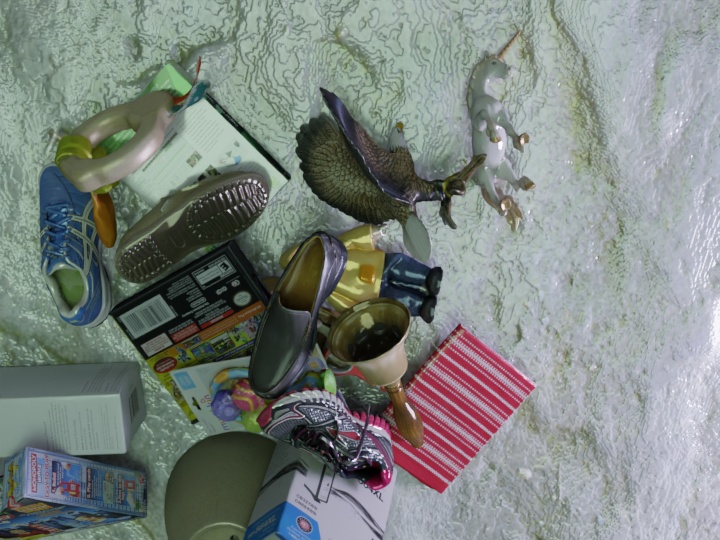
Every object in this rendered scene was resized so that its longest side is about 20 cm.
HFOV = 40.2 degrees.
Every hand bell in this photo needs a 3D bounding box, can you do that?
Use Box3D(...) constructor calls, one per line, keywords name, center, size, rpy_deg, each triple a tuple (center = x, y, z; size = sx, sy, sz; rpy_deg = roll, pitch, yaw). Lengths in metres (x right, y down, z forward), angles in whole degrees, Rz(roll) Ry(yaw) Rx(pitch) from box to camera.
Box3D(name="hand bell", center=(0.042, 0.142, 1.179), size=(0.103, 0.105, 0.202), rpy_deg=(-20, 125, 5))

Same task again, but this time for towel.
Box3D(name="towel", center=(0.111, 0.179, 1.252), size=(0.144, 0.023, 0.201), rpy_deg=(36, 102, -21))

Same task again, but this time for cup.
Box3D(name="cup", center=(-0.162, 0.328, 1.242), size=(0.196, 0.143, 0.204), rpy_deg=(0, 106, 0))

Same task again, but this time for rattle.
Box3D(name="rattle", center=(-0.234, -0.131, 1.125), size=(0.199, 0.130, 0.144), rpy_deg=(-36, 115, -17))

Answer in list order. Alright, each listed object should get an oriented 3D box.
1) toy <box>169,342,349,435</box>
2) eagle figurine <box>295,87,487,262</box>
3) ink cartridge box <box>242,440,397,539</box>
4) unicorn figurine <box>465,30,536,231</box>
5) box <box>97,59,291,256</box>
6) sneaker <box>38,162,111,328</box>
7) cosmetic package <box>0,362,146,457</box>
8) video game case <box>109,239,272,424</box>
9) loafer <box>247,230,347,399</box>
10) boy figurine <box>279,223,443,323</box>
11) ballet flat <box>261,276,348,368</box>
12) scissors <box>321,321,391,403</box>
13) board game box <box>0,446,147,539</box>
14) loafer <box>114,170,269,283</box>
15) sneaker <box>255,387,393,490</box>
Box3D(name="toy", center=(-0.124, 0.157, 1.184), size=(0.197, 0.048, 0.116), rpy_deg=(-14, 124, 16))
Box3D(name="eagle figurine", center=(0.022, -0.117, 1.137), size=(0.197, 0.152, 0.154), rpy_deg=(14, 119, -15))
Box3D(name="ink cartridge box", center=(-0.046, 0.291, 1.191), size=(0.145, 0.201, 0.084), rpy_deg=(39, 125, -16))
Box3D(name="unicorn figurine", center=(0.155, -0.158, 1.133), size=(0.072, 0.138, 0.203), rpy_deg=(0, 120, -16))
Box3D(name="box", center=(-0.201, -0.128, 1.177), size=(0.144, 0.036, 0.200), rpy_deg=(-44, 102, 11))
Box3D(name="sneaker", center=(-0.343, -0.031, 1.172), size=(0.074, 0.077, 0.204), rpy_deg=(-14, 90, 5))
Box3D(name="cosmetic package", center=(-0.377, 0.171, 1.218), size=(0.196, 0.113, 0.083), rpy_deg=(-3, 105, 2))
Box3D(name="video game case", center=(-0.181, 0.080, 1.202), size=(0.198, 0.026, 0.182), rpy_deg=(-26, 108, 25))
Box3D(name="loafer", center=(-0.080, 0.047, 1.111), size=(0.072, 0.072, 0.203), rpy_deg=(19, 84, 14))
Box3D(name="boy figurine", center=(0.000, 0.000, 1.191), size=(0.197, 0.064, 0.127), rpy_deg=(16, 93, -3))
Box3D(name="ballet flat", center=(-0.050, 0.078, 1.217), size=(0.198, 0.063, 0.069), rpy_deg=(28, 102, -8))
Box3D(name="scissors", center=(0.028, 0.133, 1.226), size=(0.199, 0.014, 0.073), rpy_deg=(38, 94, -31))
Box3D(name="board game box", center=(-0.395, 0.274, 1.205), size=(0.197, 0.200, 0.063), rpy_deg=(-13, 64, 13))
Box3D(name="loafer", center=(-0.200, -0.063, 1.142), size=(0.198, 0.068, 0.076), rpy_deg=(-29, 129, -8))
Box3D(name="sneaker", center=(-0.033, 0.196, 1.149), size=(0.198, 0.076, 0.080), rpy_deg=(24, 131, -34))
